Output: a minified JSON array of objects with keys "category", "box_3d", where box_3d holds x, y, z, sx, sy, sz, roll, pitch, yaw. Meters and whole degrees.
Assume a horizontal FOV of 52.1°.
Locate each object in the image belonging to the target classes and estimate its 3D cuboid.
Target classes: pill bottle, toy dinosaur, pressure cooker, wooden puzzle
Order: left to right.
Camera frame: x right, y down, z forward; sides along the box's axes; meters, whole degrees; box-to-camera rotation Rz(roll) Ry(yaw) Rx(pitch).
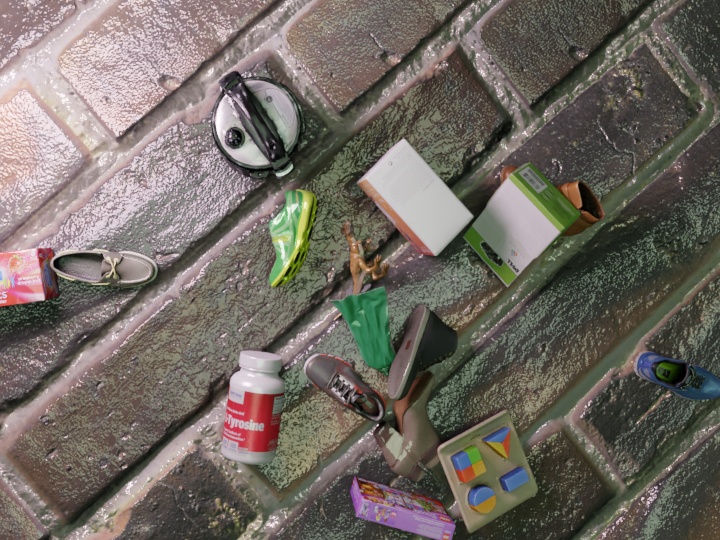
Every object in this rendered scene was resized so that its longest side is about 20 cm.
[{"category":"pill bottle","box_3d":[-0.209,0.267,1.453,0.110,0.112,0.205,8,92,-7]},{"category":"pressure cooker","box_3d":[-0.192,-0.264,1.379,0.172,0.200,0.183,14,91,-6]},{"category":"toy dinosaur","box_3d":[0.000,0.000,1.501,0.104,0.060,0.205,2,97,29]},{"category":"wooden puzzle","box_3d":[0.272,0.419,1.529,0.182,0.046,0.204,-23,96,-19]}]

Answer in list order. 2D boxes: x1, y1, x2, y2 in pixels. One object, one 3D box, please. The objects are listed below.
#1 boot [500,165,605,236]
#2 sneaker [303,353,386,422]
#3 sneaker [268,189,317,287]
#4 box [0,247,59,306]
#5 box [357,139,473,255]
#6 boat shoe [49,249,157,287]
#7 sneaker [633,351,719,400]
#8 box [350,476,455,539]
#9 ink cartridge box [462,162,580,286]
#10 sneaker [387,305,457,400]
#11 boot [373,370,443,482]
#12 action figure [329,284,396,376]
[{"category":"boot","box_3d":[0.383,-0.150,1.473,0.077,0.155,0.201,-43,97,-20]},{"category":"sneaker","box_3d":[-0.025,0.237,1.487,0.198,0.082,0.078,33,89,-7]},{"category":"sneaker","box_3d":[-0.146,-0.065,1.475,0.082,0.074,0.204,19,94,18]},{"category":"box","box_3d":[-0.689,0.019,1.394,0.195,0.095,0.102,-8,93,-6]},{"category":"box","box_3d":[0.103,-0.139,1.441,0.106,0.152,0.200,-43,96,-3]},{"category":"boat shoe","box_3d":[-0.499,-0.004,1.432,0.197,0.060,0.074,5,92,-7]},{"category":"sneaker","box_3d":[0.686,0.233,1.565,0.196,0.089,0.080,17,92,-7]},{"category":"box","box_3d":[0.082,0.480,1.483,0.196,0.137,0.040,18,91,-7]},{"category":"ink cartridge box","box_3d":[0.316,-0.089,1.476,0.148,0.201,0.075,48,48,12]},{"category":"sneaker","box_3d":[0.131,0.182,1.479,0.105,0.074,0.203,31,68,-19]},{"category":"boot","box_3d":[0.124,0.330,1.523,0.146,0.070,0.200,44,88,-13]},{"category":"action figure","box_3d":[0.025,0.129,1.488,0.116,0.055,0.203,-11,112,20]}]
